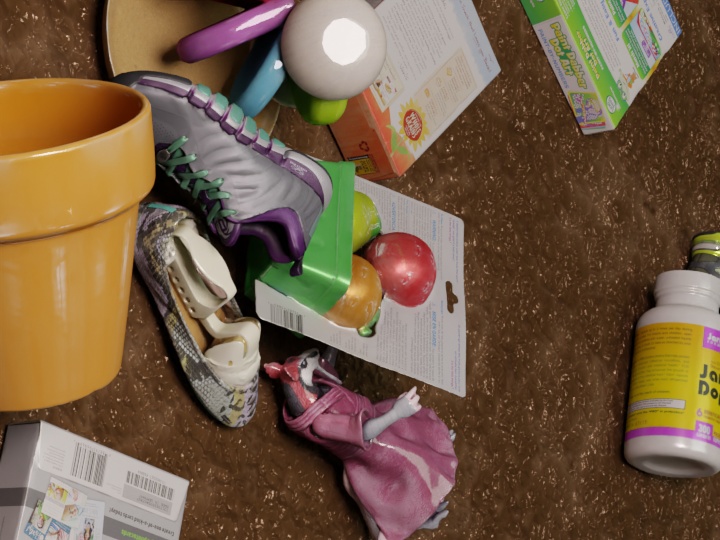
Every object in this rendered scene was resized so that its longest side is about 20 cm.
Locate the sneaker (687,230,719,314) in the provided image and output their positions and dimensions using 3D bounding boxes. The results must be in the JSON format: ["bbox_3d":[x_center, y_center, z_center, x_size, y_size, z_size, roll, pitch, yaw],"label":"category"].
[{"bbox_3d":[0.415,0.050,2.157,0.200,0.074,0.081,48,59,-27],"label":"sneaker"}]

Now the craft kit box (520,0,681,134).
[{"bbox_3d":[0.248,-0.279,2.020,0.201,0.048,0.198,62,41,-23],"label":"craft kit box"}]

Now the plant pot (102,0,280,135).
[{"bbox_3d":[-0.137,-0.174,1.548,0.199,0.027,0.202,12,74,-48],"label":"plant pot"}]

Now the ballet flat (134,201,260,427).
[{"bbox_3d":[-0.116,0.036,1.505,0.072,0.072,0.202,-46,119,-44],"label":"ballet flat"}]

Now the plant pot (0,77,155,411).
[{"bbox_3d":[-0.230,-0.014,1.297,0.200,0.199,0.185,-28,121,-49],"label":"plant pot"}]

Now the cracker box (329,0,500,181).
[{"bbox_3d":[0.037,-0.187,1.737,0.200,0.057,0.135,-46,119,-43],"label":"cracker box"}]

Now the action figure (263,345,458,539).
[{"bbox_3d":[-0.011,0.132,1.621,0.199,0.134,0.149,33,102,-28],"label":"action figure"}]

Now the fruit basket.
[{"bbox_3d":[0.000,0.000,1.589,0.199,0.094,0.187,25,47,-29],"label":"fruit basket"}]

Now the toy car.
[{"bbox_3d":[-0.075,-0.205,1.507,0.149,0.175,0.202,-15,97,-15],"label":"toy car"}]

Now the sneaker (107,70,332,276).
[{"bbox_3d":[-0.110,-0.073,1.456,0.199,0.074,0.088,28,57,-23],"label":"sneaker"}]

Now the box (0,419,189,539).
[{"bbox_3d":[-0.204,0.227,1.388,0.155,0.041,0.202,28,62,-44],"label":"box"}]

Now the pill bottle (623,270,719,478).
[{"bbox_3d":[0.332,0.106,2.008,0.104,0.104,0.202,28,63,-44],"label":"pill bottle"}]
